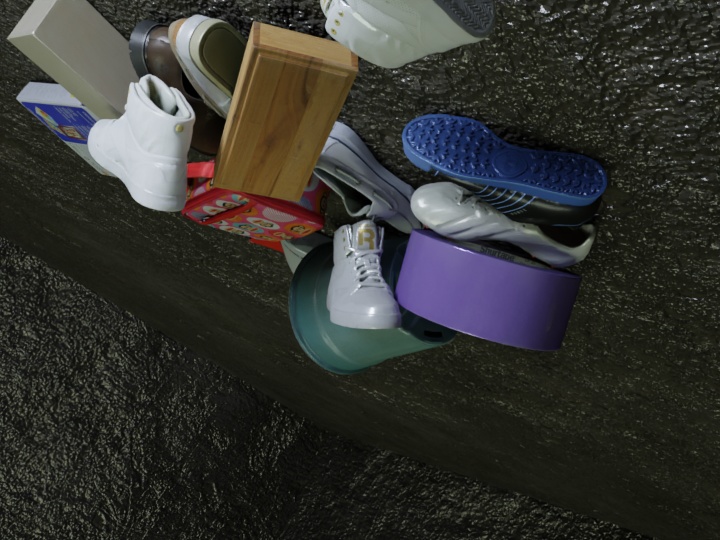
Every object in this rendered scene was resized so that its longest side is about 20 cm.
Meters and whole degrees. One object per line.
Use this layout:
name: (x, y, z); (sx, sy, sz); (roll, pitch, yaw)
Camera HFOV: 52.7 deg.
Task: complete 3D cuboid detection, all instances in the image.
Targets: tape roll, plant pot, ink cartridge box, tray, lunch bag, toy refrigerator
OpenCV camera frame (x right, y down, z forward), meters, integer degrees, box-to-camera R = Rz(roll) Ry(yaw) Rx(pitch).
tape roll: (0.144, 0.018, 0.834); (0.199, 0.085, 0.200); (15, -171, -2)
plant pot: (0.035, 0.041, 1.020); (0.200, 0.201, 0.196); (36, 151, -29)
ink cartridge box: (-0.118, -0.030, 1.221); (0.199, 0.050, 0.162); (19, 160, 9)
ink cartridge box: (-0.386, -0.203, 1.108); (0.199, 0.047, 0.198); (12, 156, 31)
tray: (-0.081, -0.148, 0.729); (0.098, 0.037, 0.200); (8, 145, -18)
lunch bag: (-0.151, -0.101, 0.966); (0.175, 0.082, 0.200); (18, 166, -30)
toy refrigerator: (-0.306, -0.235, 0.869); (0.070, 0.076, 0.200); (9, 156, 40)

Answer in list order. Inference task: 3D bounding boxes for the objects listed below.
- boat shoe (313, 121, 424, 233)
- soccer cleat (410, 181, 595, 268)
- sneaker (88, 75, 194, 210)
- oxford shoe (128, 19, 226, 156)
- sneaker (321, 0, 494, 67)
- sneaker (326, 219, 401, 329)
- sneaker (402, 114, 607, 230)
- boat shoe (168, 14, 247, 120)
boat shoe: (0.005, -0.091, 0.871); (0.073, 0.067, 0.200); (3, 151, 49)
soccer cleat: (0.153, -0.059, 0.782); (0.199, 0.070, 0.078); (18, 156, 0)
sneaker: (-0.231, -0.155, 0.778); (0.073, 0.116, 0.200); (-4, -151, -40)
oxford shoe: (-0.186, -0.193, 0.836); (0.084, 0.073, 0.200); (16, 160, 19)
sneaker: (-0.010, -0.217, 0.520); (0.200, 0.074, 0.115); (35, 156, -31)
sneaker: (0.000, 0.000, 0.837); (0.073, 0.116, 0.200); (3, -173, -16)
sneaker: (0.134, -0.089, 0.711); (0.199, 0.070, 0.078); (20, 154, 12)
boat shoe: (-0.127, -0.193, 0.774); (0.068, 0.075, 0.200); (28, 165, 34)
